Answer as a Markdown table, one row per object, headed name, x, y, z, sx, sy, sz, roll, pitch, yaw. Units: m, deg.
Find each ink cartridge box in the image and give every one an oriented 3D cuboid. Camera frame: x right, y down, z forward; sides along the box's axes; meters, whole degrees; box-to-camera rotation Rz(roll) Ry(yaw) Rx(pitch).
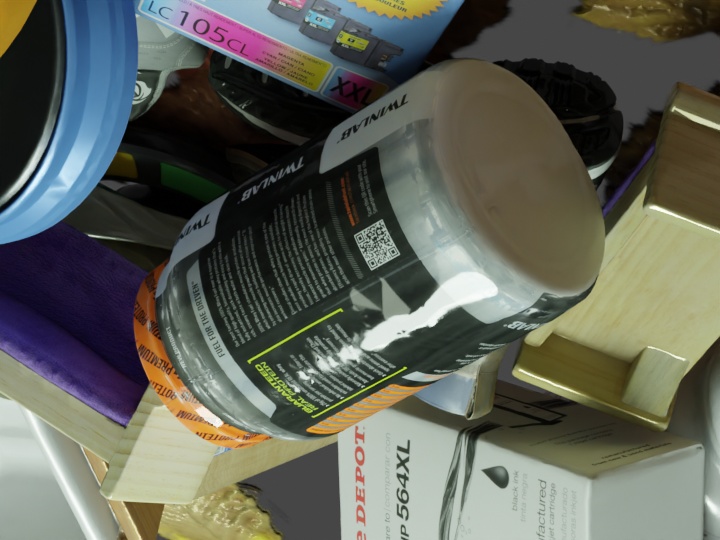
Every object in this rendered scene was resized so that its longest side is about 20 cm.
| name | x | y | z | sx | sy | sz | roll | pitch | yaw |
| --- | --- | --- | --- | --- | --- | --- | --- | --- | --- |
| ink cartridge box | 0.079 | 0.142 | 1.372 | 0.084 | 0.146 | 0.200 | -12 | -164 | -37 |
| ink cartridge box | -0.009 | -0.160 | 1.129 | 0.136 | 0.076 | 0.200 | 24 | 149 | -6 |

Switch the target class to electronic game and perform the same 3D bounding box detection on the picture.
| name | x | y | z | sx | sy | sz | roll | pitch | yaw |
| --- | --- | --- | --- | --- | --- | --- | --- | --- | --- |
| electronic game | -0.108 | -0.016 | 1.462 | 0.200 | 0.042 | 0.200 | 15 | 149 | 9 |

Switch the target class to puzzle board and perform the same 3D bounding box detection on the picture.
| name | x | y | z | sx | sy | sz | roll | pitch | yaw |
| --- | --- | --- | --- | --- | --- | --- | --- | --- | --- |
| puzzle board | -0.034 | 0.078 | 1.468 | 0.151 | 0.017 | 0.200 | -21 | 167 | -10 |

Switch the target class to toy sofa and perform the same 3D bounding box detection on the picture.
| name | x | y | z | sx | sy | sz | roll | pitch | yaw |
| --- | --- | --- | --- | --- | --- | --- | --- | --- | --- |
| toy sofa | 0.146 | -0.014 | 1.234 | 0.083 | 0.098 | 0.200 | 20 | 151 | -6 |
| toy sofa | -0.152 | 0.027 | 1.299 | 0.200 | 0.098 | 0.083 | 30 | -173 | 25 |

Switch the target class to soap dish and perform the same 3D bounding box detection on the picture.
| name | x | y | z | sx | sy | sz | roll | pitch | yaw |
| --- | --- | --- | --- | --- | --- | --- | --- | --- | --- |
| soap dish | -0.203 | 0.068 | 1.508 | 0.157 | 0.081 | 0.200 | 0 | 123 | 40 |

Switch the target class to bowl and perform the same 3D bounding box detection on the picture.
| name | x | y | z | sx | sy | sz | roll | pitch | yaw |
| --- | --- | --- | --- | --- | --- | --- | --- | --- | --- |
| bowl | -0.188 | -0.109 | 1.214 | 0.200 | 0.201 | 0.039 | -6 | -175 | 38 |

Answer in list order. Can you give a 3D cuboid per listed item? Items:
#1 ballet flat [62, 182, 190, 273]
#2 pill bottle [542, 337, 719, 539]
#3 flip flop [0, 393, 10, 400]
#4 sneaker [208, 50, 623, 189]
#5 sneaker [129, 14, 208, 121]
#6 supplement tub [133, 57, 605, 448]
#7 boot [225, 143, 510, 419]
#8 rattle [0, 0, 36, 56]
| name | x | y | z | sx | sy | sz | roll | pitch | yaw |
| --- | --- | --- | --- | --- | --- | --- | --- | --- | --- |
| ballet flat | -0.096 | 0.004 | 1.392 | 0.200 | 0.069 | 0.069 | 18 | 151 | -3 |
| pill bottle | 0.173 | 0.093 | 1.398 | 0.113 | 0.113 | 0.200 | 32 | 148 | -21 |
| flip flop | -0.111 | 0.052 | 1.358 | 0.200 | 0.058 | 0.081 | -7 | 143 | 23 |
| sneaker | 0.023 | -0.068 | 1.266 | 0.200 | 0.074 | 0.079 | 16 | 156 | 7 |
| sneaker | -0.164 | -0.110 | 1.309 | 0.200 | 0.075 | 0.116 | 2 | 150 | 30 |
| supplement tub | -0.001 | -0.001 | 1.190 | 0.200 | 0.123 | 0.122 | -29 | 126 | 34 |
| boot | 0.000 | 0.000 | 1.317 | 0.075 | 0.097 | 0.200 | -9 | -156 | -44 |
| rattle | -0.181 | -0.198 | 1.079 | 0.200 | 0.130 | 0.143 | 38 | 128 | -24 |
